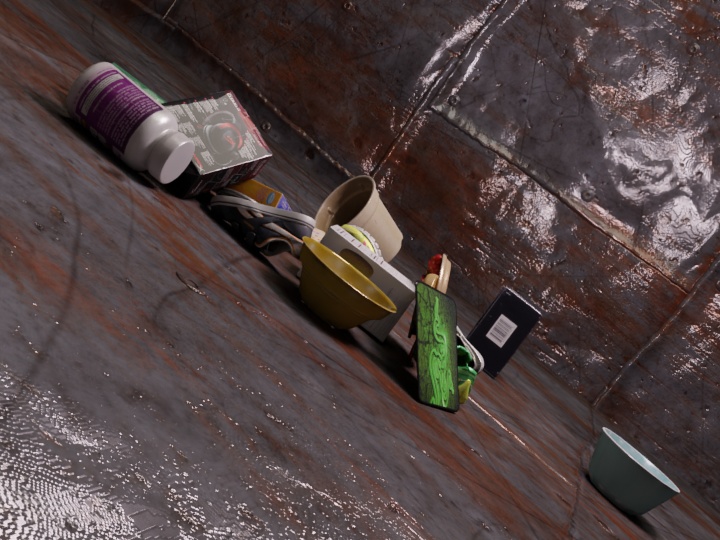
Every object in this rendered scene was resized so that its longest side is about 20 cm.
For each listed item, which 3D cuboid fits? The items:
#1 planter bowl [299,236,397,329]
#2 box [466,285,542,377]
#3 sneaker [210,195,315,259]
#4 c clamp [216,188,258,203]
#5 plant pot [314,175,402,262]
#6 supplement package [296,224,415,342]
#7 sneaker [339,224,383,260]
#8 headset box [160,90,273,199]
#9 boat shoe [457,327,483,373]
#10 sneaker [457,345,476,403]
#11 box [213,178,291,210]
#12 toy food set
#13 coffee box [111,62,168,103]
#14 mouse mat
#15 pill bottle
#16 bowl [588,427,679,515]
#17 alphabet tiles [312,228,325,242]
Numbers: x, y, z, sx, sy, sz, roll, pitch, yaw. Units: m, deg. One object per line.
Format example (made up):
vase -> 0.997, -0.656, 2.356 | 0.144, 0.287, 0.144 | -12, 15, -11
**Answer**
planter bowl -> -0.040, 0.038, 1.470 | 0.199, 0.084, 0.200 | 37, 7, -5
box -> 0.363, 0.153, 2.298 | 0.123, 0.201, 0.198 | 38, 6, 9
sneaker -> -0.180, -0.074, 1.542 | 0.197, 0.081, 0.078 | 14, -9, 18
c clamp -> -0.198, -0.101, 1.661 | 0.199, 0.027, 0.170 | 35, -12, -38
plant pot -> 0.009, -0.110, 2.320 | 0.184, 0.200, 0.201 | 47, 2, -30
supplement package -> -0.003, 0.021, 1.642 | 0.199, 0.114, 0.110 | 37, 7, 1
sneaker -> 0.000, 0.000, 1.759 | 0.089, 0.078, 0.202 | -23, 76, -34
headset box -> -0.259, -0.225, 1.559 | 0.199, 0.075, 0.150 | -26, 78, -47
boat shoe -> 0.196, 0.152, 1.989 | 0.200, 0.071, 0.064 | 44, 8, 25
sneaker -> 0.170, 0.175, 1.657 | 0.074, 0.084, 0.200 | 34, 8, -24
box -> -0.210, -0.145, 1.677 | 0.197, 0.042, 0.119 | 24, -8, 8
toy food set -> 0.123, 0.068, 1.635 | 0.048, 0.200, 0.201 | 13, 37, 3
coffee box -> -0.385, -0.263, 1.567 | 0.199, 0.044, 0.124 | 35, 43, -17
mouse mat -> 0.130, 0.129, 1.493 | 0.007, 0.204, 0.160 | -8, -18, 29
pill bottle -> -0.365, -0.232, 1.426 | 0.199, 0.113, 0.112 | 39, 7, 10
bowl -> 0.562, 0.439, 1.886 | 0.200, 0.106, 0.201 | 38, 7, -5
alphabet tiles -> -0.113, -0.074, 1.857 | 0.193, 0.015, 0.200 | 20, 10, -12
